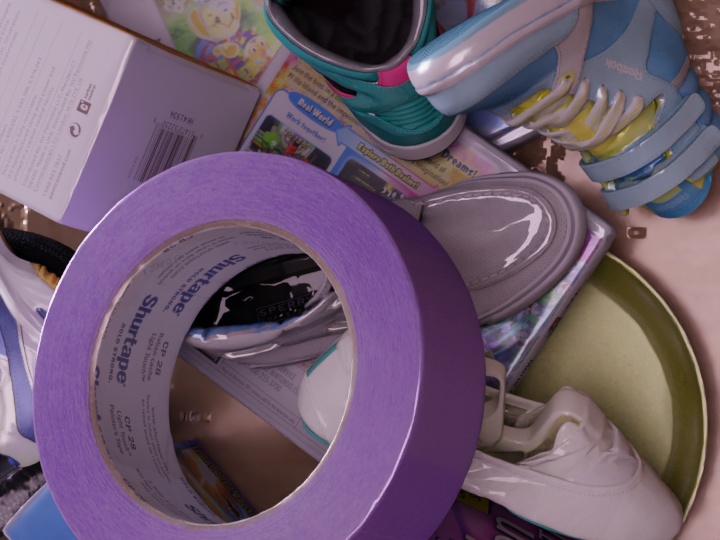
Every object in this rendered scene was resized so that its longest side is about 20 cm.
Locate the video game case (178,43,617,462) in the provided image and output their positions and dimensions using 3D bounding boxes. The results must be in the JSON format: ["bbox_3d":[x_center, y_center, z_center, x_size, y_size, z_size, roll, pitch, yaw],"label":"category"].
[{"bbox_3d":[0.000,0.000,1.186,0.200,0.024,0.182,36,98,17],"label":"video game case"}]

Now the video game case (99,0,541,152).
[{"bbox_3d":[-0.019,-0.115,1.222,0.200,0.022,0.182,-26,83,13],"label":"video game case"}]

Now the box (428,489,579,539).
[{"bbox_3d":[0.097,0.195,1.082,0.200,0.176,0.097,24,106,-1],"label":"box"}]

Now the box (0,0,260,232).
[{"bbox_3d":[-0.174,-0.095,1.189,0.200,0.124,0.098,25,94,27],"label":"box"}]

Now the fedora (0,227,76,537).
[{"bbox_3d":[-0.207,0.075,1.226,0.200,0.092,0.201,-5,65,10],"label":"fedora"}]

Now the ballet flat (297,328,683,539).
[{"bbox_3d":[0.070,0.077,1.111,0.200,0.069,0.070,19,95,-7],"label":"ballet flat"}]

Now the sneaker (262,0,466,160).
[{"bbox_3d":[-0.023,-0.152,1.135,0.084,0.121,0.200,-36,71,-4],"label":"sneaker"}]

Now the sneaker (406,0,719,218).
[{"bbox_3d":[0.109,-0.075,1.105,0.079,0.200,0.131,-24,92,40],"label":"sneaker"}]

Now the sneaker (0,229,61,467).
[{"bbox_3d":[-0.205,0.014,1.159,0.088,0.075,0.200,-45,63,-10],"label":"sneaker"}]

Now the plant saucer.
[{"bbox_3d":[0.079,0.077,1.191,0.200,0.031,0.200,0,91,16],"label":"plant saucer"}]

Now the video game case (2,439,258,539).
[{"bbox_3d":[-0.064,0.178,1.151,0.045,0.181,0.200,-44,79,13],"label":"video game case"}]

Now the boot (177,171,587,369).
[{"bbox_3d":[0.006,0.002,1.121,0.200,0.096,0.074,-21,80,16],"label":"boot"}]

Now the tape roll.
[{"bbox_3d":[-0.047,0.051,1.041,0.200,0.066,0.200,-7,75,27],"label":"tape roll"}]
